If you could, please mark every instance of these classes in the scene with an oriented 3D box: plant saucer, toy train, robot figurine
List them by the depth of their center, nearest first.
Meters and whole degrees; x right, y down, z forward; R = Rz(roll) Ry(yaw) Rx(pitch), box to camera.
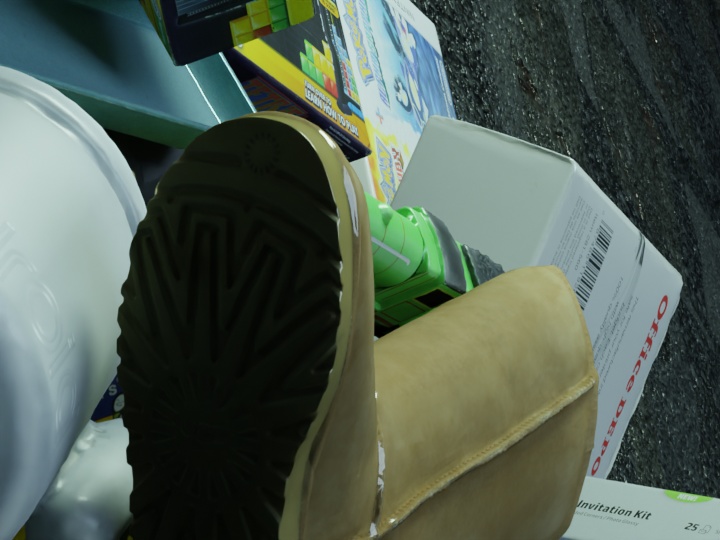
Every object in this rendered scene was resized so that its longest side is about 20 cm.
[{"bbox_3d":[-0.121,0.012,0.656,0.170,0.113,0.200,48,22,-12],"label":"robot figurine"},{"bbox_3d":[-0.102,-0.076,0.768,0.200,0.019,0.070,15,40,-57],"label":"plant saucer"},{"bbox_3d":[0.000,0.000,0.776,0.200,0.056,0.042,29,42,-65],"label":"toy train"}]

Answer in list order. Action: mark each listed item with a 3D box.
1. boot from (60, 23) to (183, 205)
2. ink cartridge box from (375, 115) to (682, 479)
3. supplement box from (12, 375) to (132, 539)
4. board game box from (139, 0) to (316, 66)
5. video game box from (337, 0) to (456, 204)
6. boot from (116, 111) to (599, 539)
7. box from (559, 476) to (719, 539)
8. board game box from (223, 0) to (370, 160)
[{"bbox_3d":[-0.086,-0.023,0.830,0.200,0.073,0.151,52,20,-15],"label":"boot"},{"bbox_3d":[0.074,0.030,1.197,0.147,0.084,0.200,-66,154,-7],"label":"ink cartridge box"},{"bbox_3d":[-0.042,0.126,0.792,0.109,0.109,0.201,40,35,-60],"label":"supplement box"},{"bbox_3d":[-0.079,-0.193,0.779,0.200,0.057,0.166,82,-18,-49],"label":"board game box"},{"bbox_3d":[0.010,-0.067,1.272,0.182,0.047,0.201,29,45,-62],"label":"video game box"},{"bbox_3d":[0.009,0.027,0.707,0.200,0.066,0.176,-21,126,-57],"label":"boot"},{"bbox_3d":[0.102,0.149,0.948,0.041,0.200,0.156,-46,126,-34],"label":"box"},{"bbox_3d":[-0.070,-0.143,1.054,0.200,0.057,0.166,31,45,-65],"label":"board game box"}]
